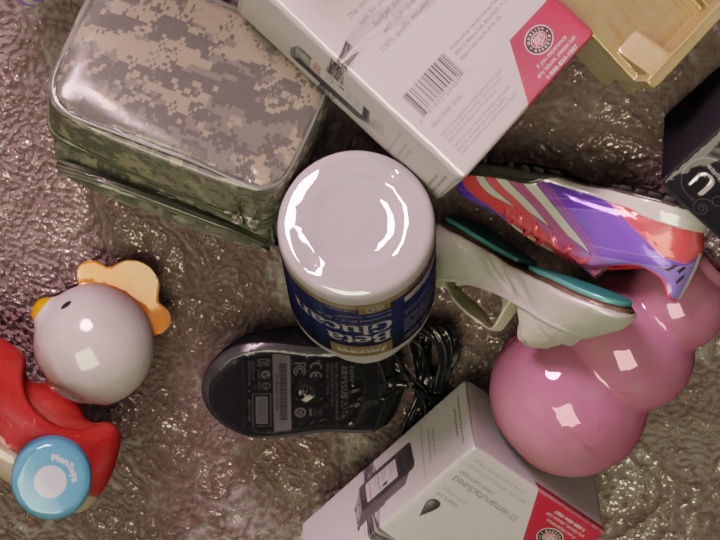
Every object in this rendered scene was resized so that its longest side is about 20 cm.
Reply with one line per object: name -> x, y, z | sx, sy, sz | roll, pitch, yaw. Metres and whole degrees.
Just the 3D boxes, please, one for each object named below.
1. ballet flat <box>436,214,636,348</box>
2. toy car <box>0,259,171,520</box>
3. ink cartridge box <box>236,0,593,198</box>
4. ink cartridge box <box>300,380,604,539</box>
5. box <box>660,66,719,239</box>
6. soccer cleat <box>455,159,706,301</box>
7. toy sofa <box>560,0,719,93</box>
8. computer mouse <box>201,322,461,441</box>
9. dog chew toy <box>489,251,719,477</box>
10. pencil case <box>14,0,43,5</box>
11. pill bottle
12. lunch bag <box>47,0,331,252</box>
ballet flat -> 0.120, 0.020, 1.549 | 0.200, 0.069, 0.070 | 28, 128, 45
toy car -> -0.238, 0.068, 1.660 | 0.176, 0.184, 0.201 | 34, 88, -6
ink cartridge box -> 0.034, -0.172, 1.459 | 0.200, 0.085, 0.146 | 44, 76, -1
ink cartridge box -> 0.069, 0.203, 1.666 | 0.145, 0.084, 0.200 | 34, 118, -25
box -> 0.312, -0.114, 1.469 | 0.106, 0.122, 0.200 | 41, 115, -11
soccer cleat -> 0.152, -0.034, 1.540 | 0.199, 0.068, 0.074 | 14, 97, 24
toy sofa -> 0.152, -0.221, 1.477 | 0.200, 0.098, 0.083 | 45, 85, -12
computer mouse -> -0.025, 0.089, 1.674 | 0.198, 0.053, 0.139 | 4, 118, -4
dog chew toy -> 0.191, 0.061, 1.584 | 0.124, 0.125, 0.200 | 42, 107, -11
pencil case -> -0.174, -0.258, 1.509 | 0.199, 0.086, 0.084 | -25, 111, 21
pill bottle -> 0.000, 0.000, 1.540 | 0.110, 0.112, 0.200 | -1, 161, 2
lunch bag -> -0.123, -0.102, 1.546 | 0.199, 0.140, 0.168 | 21, 158, 0
